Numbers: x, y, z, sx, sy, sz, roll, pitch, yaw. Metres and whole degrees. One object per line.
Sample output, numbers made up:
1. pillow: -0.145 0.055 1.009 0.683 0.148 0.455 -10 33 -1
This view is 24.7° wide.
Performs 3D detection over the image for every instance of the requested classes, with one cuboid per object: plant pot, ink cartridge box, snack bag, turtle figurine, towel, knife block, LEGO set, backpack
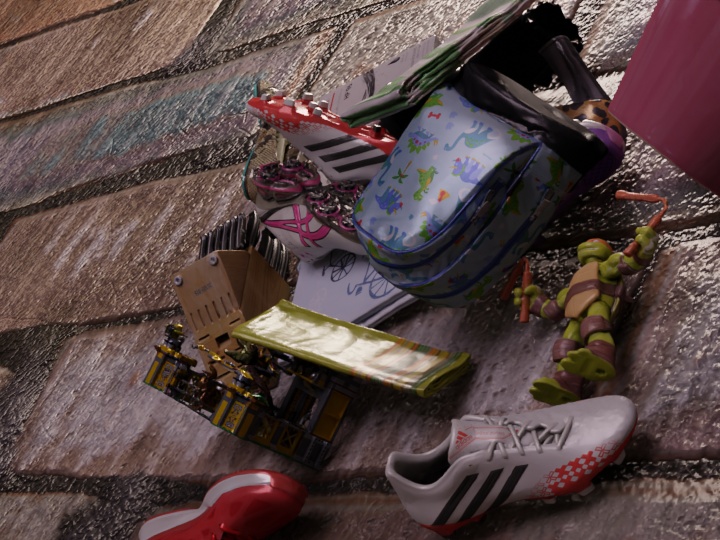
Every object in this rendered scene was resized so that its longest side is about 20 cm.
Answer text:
1. plant pot: 0.307 -0.165 1.350 0.179 0.200 0.200 -54 27 12
2. ink cartridge box: 0.014 -0.160 1.799 0.200 0.068 0.116 -26 32 26
3. snack bag: 0.000 0.000 1.639 0.200 0.021 0.189 -32 30 32
4. turtle figurine: 0.180 0.033 1.344 0.200 0.064 0.161 -30 34 44
5. towel: 0.079 -0.203 1.512 0.200 0.023 0.153 -42 11 -20
6. knife block: -0.111 0.036 1.708 0.064 0.200 0.176 -28 -13 24
7. LEGO set: -0.093 0.090 1.496 0.200 0.154 0.116 19 82 61
8. towel: -0.009 0.067 1.446 0.200 0.018 0.086 16 22 27
9. backpack: 0.088 -0.066 1.426 0.163 0.154 0.200 42 110 39

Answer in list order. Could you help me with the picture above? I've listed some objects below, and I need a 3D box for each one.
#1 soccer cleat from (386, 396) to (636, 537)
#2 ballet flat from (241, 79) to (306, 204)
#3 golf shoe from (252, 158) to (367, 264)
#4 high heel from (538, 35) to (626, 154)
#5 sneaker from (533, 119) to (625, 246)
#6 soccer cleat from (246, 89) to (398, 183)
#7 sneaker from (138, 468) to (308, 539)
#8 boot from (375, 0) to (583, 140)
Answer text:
1. soccer cleat: 0.112 0.137 1.245 0.200 0.085 0.069 -26 33 26
2. ballet flat: -0.093 -0.154 1.937 0.075 0.068 0.200 -9 44 11
3. golf shoe: -0.035 -0.047 1.670 0.073 0.092 0.200 -20 29 -29
4. high heel: 0.165 -0.109 1.574 0.200 0.071 0.143 -48 53 31
5. sneaker: 0.155 -0.062 1.497 0.200 0.080 0.089 -29 38 31
6. soccer cleat: -0.034 -0.129 1.720 0.200 0.085 0.069 19 19 15
7. sneaker: -0.124 0.254 1.419 0.200 0.078 0.116 -33 36 39
8. boot: 0.122 -0.195 1.621 0.162 0.073 0.198 -37 -15 32
